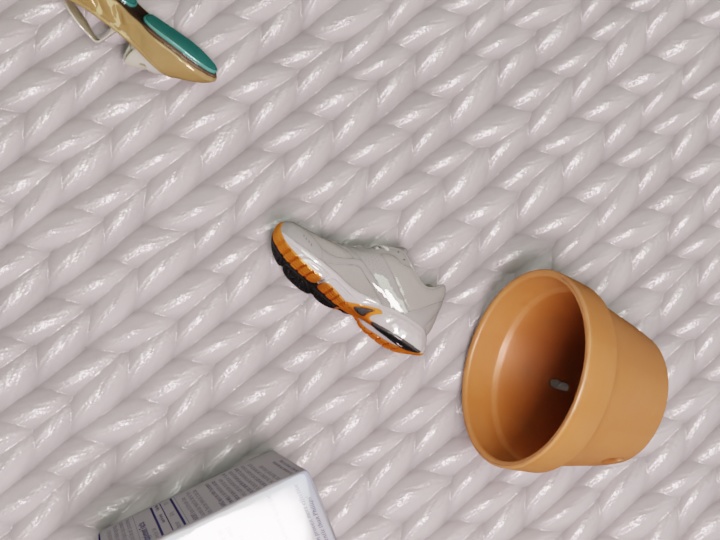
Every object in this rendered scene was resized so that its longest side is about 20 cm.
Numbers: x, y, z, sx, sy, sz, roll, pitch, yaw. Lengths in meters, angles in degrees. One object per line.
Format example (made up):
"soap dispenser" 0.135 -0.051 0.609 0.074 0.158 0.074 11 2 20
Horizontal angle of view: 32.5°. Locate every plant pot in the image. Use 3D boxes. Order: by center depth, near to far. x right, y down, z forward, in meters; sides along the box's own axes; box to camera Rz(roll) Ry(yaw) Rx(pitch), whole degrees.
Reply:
"plant pot" 0.216 0.114 1.249 0.139 0.199 0.202 17 82 -27

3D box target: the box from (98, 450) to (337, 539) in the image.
"box" -0.134 0.263 1.152 0.198 0.184 0.106 -23 93 -13

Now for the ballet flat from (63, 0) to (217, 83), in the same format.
"ballet flat" -0.233 -0.242 1.239 0.200 0.069 0.063 42 106 -4

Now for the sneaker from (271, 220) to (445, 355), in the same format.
"sneaker" 0.000 0.000 1.267 0.199 0.076 0.093 37 71 -16
